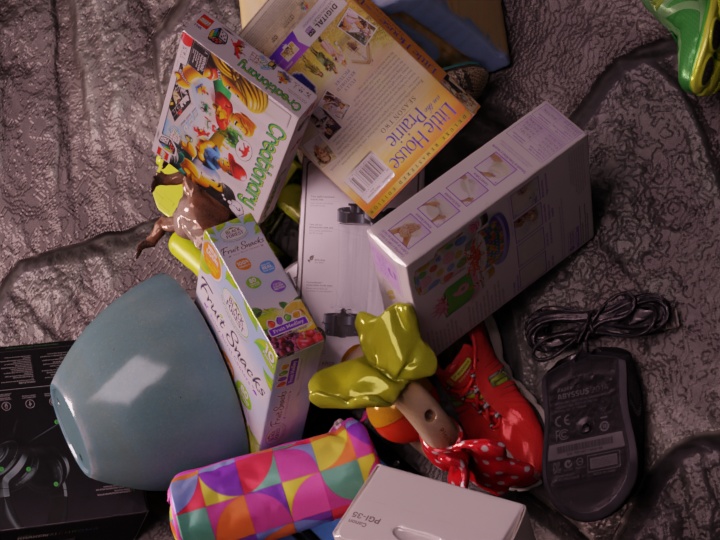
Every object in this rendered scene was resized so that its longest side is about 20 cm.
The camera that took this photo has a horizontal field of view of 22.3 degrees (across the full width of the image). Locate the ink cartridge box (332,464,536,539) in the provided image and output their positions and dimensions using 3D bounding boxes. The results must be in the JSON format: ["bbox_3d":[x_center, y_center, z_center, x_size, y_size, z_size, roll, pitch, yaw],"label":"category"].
[{"bbox_3d":[0.077,0.265,1.491,0.145,0.201,0.083,12,49,30],"label":"ink cartridge box"}]

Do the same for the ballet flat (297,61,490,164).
[{"bbox_3d":[0.031,-0.133,1.712,0.198,0.068,0.076,-13,63,17],"label":"ballet flat"}]

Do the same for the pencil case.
[{"bbox_3d":[-0.073,0.192,1.610,0.198,0.089,0.089,-18,64,-7],"label":"pencil case"}]

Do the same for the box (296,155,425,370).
[{"bbox_3d":[0.000,0.000,1.673,0.115,0.060,0.203,1,81,3],"label":"box"}]

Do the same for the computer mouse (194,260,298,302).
[{"bbox_3d":[-0.084,0.051,1.750,0.199,0.044,0.111,-27,78,17],"label":"computer mouse"}]

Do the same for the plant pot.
[{"bbox_3d":[-0.206,0.120,1.680,0.134,0.201,0.201,-22,58,-20],"label":"plant pot"}]

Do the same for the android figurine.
[{"bbox_3d":[-0.128,-0.081,1.820,0.199,0.041,0.183,37,98,30],"label":"android figurine"}]

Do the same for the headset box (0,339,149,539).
[{"bbox_3d":[-0.308,0.179,1.773,0.093,0.172,0.202,122,138,-58],"label":"headset box"}]

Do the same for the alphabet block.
[{"bbox_3d":[0.007,-0.283,1.703,0.194,0.196,0.202,-16,69,25],"label":"alphabet block"}]

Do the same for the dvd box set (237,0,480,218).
[{"bbox_3d":[-0.013,-0.161,1.594,0.200,0.029,0.146,42,122,-4],"label":"dvd box set"}]

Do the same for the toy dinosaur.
[{"bbox_3d":[-0.133,-0.065,1.749,0.134,0.086,0.202,15,58,-4],"label":"toy dinosaur"}]

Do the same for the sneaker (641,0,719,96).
[{"bbox_3d":[0.282,-0.235,1.596,0.083,0.074,0.202,-14,60,25],"label":"sneaker"}]

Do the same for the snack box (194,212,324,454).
[{"bbox_3d":[-0.096,0.067,1.621,0.053,0.201,0.143,-21,62,-23],"label":"snack box"}]

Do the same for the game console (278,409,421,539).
[{"bbox_3d":[-0.036,0.233,1.634,0.200,0.171,0.120,38,124,34],"label":"game console"}]

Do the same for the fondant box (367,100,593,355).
[{"bbox_3d":[0.106,-0.032,1.555,0.199,0.145,0.058,-37,56,-17],"label":"fondant box"}]

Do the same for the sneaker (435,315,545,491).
[{"bbox_3d":[0.099,0.105,1.601,0.077,0.085,0.201,-38,60,18],"label":"sneaker"}]

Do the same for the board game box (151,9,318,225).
[{"bbox_3d":[-0.115,-0.130,1.624,0.126,0.200,0.035,37,60,6],"label":"board game box"}]

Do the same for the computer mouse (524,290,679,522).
[{"bbox_3d":[0.206,0.122,1.556,0.137,0.053,0.202,-9,61,28],"label":"computer mouse"}]

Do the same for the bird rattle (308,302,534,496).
[{"bbox_3d":[0.052,0.117,1.554,0.113,0.200,0.163,-51,15,-5],"label":"bird rattle"}]
